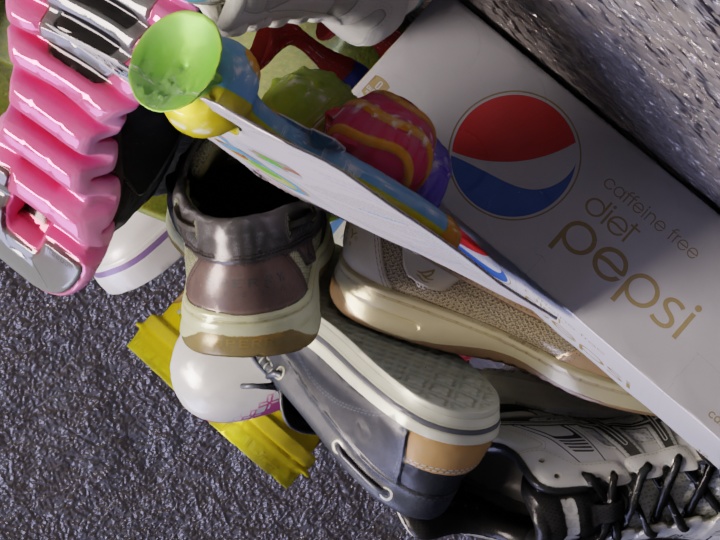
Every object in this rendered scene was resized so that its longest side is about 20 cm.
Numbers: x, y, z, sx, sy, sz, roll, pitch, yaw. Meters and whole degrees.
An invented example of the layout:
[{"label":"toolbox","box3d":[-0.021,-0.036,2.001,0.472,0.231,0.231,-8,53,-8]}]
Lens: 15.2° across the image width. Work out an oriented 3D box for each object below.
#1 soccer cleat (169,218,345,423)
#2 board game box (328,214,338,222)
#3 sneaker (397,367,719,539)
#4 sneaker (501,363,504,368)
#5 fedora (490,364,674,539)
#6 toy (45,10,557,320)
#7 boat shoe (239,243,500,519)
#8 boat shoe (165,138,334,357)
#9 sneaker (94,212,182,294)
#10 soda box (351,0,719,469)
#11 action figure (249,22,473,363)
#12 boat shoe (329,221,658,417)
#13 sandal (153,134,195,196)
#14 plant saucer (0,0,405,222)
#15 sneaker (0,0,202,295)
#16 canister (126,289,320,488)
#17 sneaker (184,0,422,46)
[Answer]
[{"label":"soccer cleat","box3d":[0.000,0.000,1.249,0.070,0.200,0.086,57,165,5]},{"label":"board game box","box3d":[-0.012,-0.043,1.429,0.102,0.048,0.200,61,179,-33]},{"label":"sneaker","box3d":[0.108,0.093,1.125,0.200,0.088,0.076,0,117,26]},{"label":"sneaker","box3d":[0.097,0.026,1.380,0.200,0.080,0.078,41,177,18]},{"label":"fedora","box3d":[0.152,0.091,1.212,0.200,0.177,0.090,11,-153,21]},{"label":"toy","box3d":[-0.009,-0.046,0.952,0.115,0.047,0.200,27,180,34]},{"label":"boat shoe","box3d":[-0.013,0.037,1.135,0.075,0.062,0.200,0,-152,-36]},{"label":"boat shoe","box3d":[-0.044,-0.029,1.102,0.072,0.066,0.201,2,-158,-3]},{"label":"sneaker","box3d":[-0.112,-0.089,1.379,0.073,0.201,0.114,-16,130,43]},{"label":"soda box","box3d":[0.085,-0.016,1.038,0.200,0.068,0.064,41,174,12]},{"label":"action figure","box3d":[0.034,-0.028,1.159,0.065,0.099,0.200,-18,137,43]},{"label":"boat shoe","box3d":[0.089,0.008,1.094,0.200,0.065,0.071,14,-156,1]},{"label":"sandal","box3d":[-0.104,-0.101,1.132,0.043,0.076,0.200,47,162,28]},{"label":"plant saucer","box3d":[-0.090,-0.100,1.229,0.200,0.048,0.200,22,147,-10]},{"label":"sneaker","box3d":[-0.091,-0.083,1.066,0.079,0.095,0.200,40,134,13]},{"label":"canister","box3d":[-0.032,0.018,1.706,0.149,0.200,0.087,39,176,42]},{"label":"sneaker","box3d":[-0.035,-0.121,0.954,0.076,0.081,0.200,38,177,22]}]
